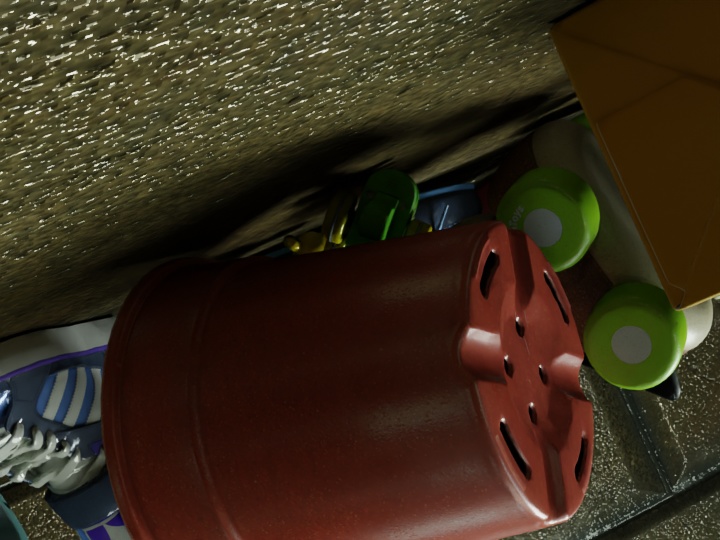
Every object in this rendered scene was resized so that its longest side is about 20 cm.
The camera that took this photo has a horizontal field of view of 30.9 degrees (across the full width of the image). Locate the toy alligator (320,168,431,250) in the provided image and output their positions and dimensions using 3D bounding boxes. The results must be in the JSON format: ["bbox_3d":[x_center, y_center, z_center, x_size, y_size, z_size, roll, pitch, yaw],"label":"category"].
[{"bbox_3d":[0.014,-0.020,0.788,0.200,0.059,0.055,86,26,-74],"label":"toy alligator"}]

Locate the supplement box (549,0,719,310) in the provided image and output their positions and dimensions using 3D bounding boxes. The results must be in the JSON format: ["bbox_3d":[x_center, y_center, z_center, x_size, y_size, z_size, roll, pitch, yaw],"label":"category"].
[{"bbox_3d":[0.224,-0.093,0.592,0.196,0.134,0.199,-27,175,27],"label":"supplement box"}]

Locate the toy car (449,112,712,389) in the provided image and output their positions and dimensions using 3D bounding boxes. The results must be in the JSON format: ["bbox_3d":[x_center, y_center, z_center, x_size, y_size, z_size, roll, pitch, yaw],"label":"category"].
[{"bbox_3d":[0.098,0.020,0.801,0.199,0.158,0.164,-37,-177,29],"label":"toy car"}]

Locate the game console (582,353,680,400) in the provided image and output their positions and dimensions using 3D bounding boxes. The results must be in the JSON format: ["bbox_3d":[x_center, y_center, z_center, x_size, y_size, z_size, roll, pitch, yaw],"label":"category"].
[{"bbox_3d":[0.232,-0.010,1.094,0.177,0.116,0.200,-54,-164,-4],"label":"game console"}]

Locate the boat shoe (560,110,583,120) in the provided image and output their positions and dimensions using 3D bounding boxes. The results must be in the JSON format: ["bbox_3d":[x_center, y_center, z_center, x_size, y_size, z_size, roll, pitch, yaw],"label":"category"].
[{"bbox_3d":[0.207,-0.097,0.891,0.198,0.067,0.074,-26,177,-8],"label":"boat shoe"}]

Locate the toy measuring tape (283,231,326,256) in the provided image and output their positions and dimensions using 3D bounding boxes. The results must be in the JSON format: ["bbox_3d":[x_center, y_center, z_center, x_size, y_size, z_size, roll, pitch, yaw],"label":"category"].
[{"bbox_3d":[-0.082,0.060,0.827,0.201,0.073,0.074,-60,176,-1],"label":"toy measuring tape"}]

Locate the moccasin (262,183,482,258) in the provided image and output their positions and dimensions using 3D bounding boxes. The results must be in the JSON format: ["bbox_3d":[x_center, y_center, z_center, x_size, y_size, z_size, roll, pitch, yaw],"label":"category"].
[{"bbox_3d":[0.000,0.000,0.916,0.198,0.069,0.080,-24,176,-11],"label":"moccasin"}]

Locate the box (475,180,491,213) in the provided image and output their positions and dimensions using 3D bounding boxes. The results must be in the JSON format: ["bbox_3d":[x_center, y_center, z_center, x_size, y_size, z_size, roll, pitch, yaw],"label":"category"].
[{"bbox_3d":[0.104,0.009,0.965,0.199,0.095,0.103,-36,-143,6],"label":"box"}]

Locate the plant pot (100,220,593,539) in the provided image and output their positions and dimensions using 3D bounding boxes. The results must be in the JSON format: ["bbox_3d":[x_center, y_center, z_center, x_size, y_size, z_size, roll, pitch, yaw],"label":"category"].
[{"bbox_3d":[0.005,0.068,0.674,0.193,0.203,0.200,-15,-179,28],"label":"plant pot"}]

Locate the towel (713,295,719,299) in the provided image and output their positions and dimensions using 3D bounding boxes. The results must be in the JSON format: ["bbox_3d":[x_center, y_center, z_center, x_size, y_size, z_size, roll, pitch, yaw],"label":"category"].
[{"bbox_3d":[0.250,-0.089,0.726,0.199,0.150,0.036,-29,176,22],"label":"towel"}]

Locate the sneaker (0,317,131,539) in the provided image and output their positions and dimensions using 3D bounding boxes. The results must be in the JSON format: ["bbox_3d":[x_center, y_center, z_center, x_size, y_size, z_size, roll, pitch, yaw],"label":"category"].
[{"bbox_3d":[-0.178,0.115,0.779,0.080,0.148,0.200,-26,176,27],"label":"sneaker"}]

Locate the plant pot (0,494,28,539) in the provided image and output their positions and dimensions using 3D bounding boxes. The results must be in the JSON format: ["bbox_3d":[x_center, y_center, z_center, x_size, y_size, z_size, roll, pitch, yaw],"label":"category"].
[{"bbox_3d":[-0.312,0.192,0.798,0.187,0.201,0.200,-39,178,-7],"label":"plant pot"}]
